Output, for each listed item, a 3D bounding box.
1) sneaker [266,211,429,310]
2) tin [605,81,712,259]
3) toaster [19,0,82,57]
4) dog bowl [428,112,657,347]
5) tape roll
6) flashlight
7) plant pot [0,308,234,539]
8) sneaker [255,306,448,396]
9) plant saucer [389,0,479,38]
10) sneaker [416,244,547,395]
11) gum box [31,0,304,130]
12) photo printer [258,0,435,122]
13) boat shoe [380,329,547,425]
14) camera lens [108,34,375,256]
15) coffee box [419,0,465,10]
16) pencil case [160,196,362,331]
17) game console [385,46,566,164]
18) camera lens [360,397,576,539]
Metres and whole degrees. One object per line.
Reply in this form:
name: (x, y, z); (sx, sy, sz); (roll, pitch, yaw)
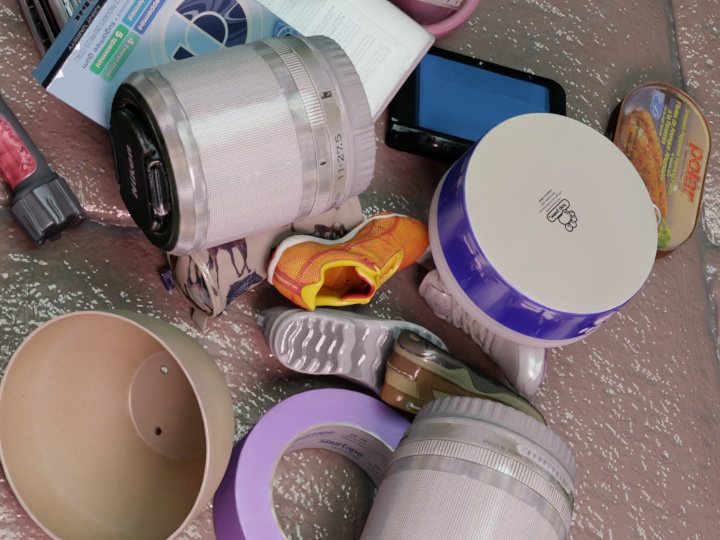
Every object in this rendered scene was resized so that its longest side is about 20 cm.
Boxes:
sneaker: (0.000, 0.000, 1.696); (0.077, 0.074, 0.199); (38, 36, 28)
tin: (0.302, -0.102, 1.930); (0.111, 0.042, 0.202); (22, 60, -8)
toaster: (-0.231, -0.239, 1.716); (0.128, 0.114, 0.202); (-20, 81, -26)
dog bowl: (0.166, -0.037, 1.685); (0.198, 0.079, 0.202); (9, 65, -19)
tape roll: (-0.025, 0.208, 1.627); (0.198, 0.066, 0.202); (10, 63, -19)
flashlight: (-0.324, -0.115, 1.645); (0.067, 0.068, 0.201); (-34, 83, -5)
plant pot: (-0.183, 0.123, 1.544); (0.201, 0.200, 0.134); (55, 23, 7)
sneaker: (-0.004, 0.064, 1.697); (0.199, 0.082, 0.075); (20, 97, -33)
plant saucer: (0.028, -0.315, 1.898); (0.198, 0.051, 0.203); (10, 62, -19)
sneaker: (0.111, 0.043, 1.747); (0.099, 0.075, 0.201); (-6, 45, -19)
gum box: (-0.164, -0.188, 1.658); (0.199, 0.045, 0.171); (32, 95, -38)
photo printer: (-0.053, -0.216, 1.782); (0.199, 0.069, 0.167); (36, 79, -2)
boat shoe: (0.087, 0.121, 1.694); (0.199, 0.075, 0.074); (31, 90, -39)
camera lens: (-0.106, -0.110, 1.604); (0.198, 0.160, 0.161); (-17, 75, -23)
coffee box: (0.022, -0.330, 1.780); (0.199, 0.080, 0.114); (6, 45, -39)
pencil case: (-0.085, -0.029, 1.703); (0.199, 0.090, 0.078); (-30, 53, -32)
game console: (0.134, -0.154, 1.837); (0.198, 0.176, 0.118); (13, 91, -17)
camera lens: (0.081, 0.227, 1.523); (0.159, 0.160, 0.201); (29, 59, -9)
